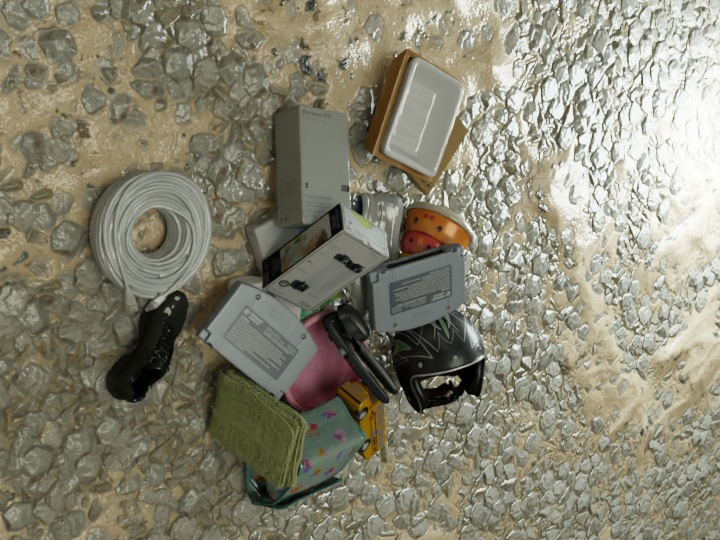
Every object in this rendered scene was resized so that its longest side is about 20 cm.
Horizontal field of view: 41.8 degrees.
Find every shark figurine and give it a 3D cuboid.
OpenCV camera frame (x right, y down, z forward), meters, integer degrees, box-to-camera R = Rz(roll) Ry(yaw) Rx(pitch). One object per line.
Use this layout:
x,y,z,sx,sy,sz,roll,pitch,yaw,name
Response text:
0.007,0.021,1.737,0.088,0.128,0.218,-18,110,-4,shark figurine

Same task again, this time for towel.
-0.176,0.267,1.605,0.036,0.198,0.150,-22,134,-53,towel

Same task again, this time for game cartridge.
0.103,0.037,1.734,0.197,0.042,0.135,-16,123,-24,game cartridge
-0.169,0.114,1.603,0.200,0.041,0.134,44,75,-30,game cartridge

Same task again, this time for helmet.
0.152,0.165,1.846,0.198,0.199,0.193,-28,131,-30,helmet

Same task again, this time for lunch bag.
-0.106,0.347,1.714,0.169,0.122,0.201,-16,148,-43,lunch bag

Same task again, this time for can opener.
-0.001,0.157,1.717,0.063,0.078,0.202,-34,97,-27,can opener

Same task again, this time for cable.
-0.331,-0.059,1.502,0.199,0.069,0.202,-36,119,-28,cable

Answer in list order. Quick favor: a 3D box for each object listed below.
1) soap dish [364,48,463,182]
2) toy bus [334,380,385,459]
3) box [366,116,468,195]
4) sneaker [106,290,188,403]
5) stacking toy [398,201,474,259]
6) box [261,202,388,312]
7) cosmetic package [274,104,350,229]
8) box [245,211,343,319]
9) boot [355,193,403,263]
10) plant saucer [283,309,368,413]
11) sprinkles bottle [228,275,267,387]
0.098,-0.285,1.749,0.156,0.081,0.203,20,88,-39,soap dish
0.003,0.280,1.795,0.078,0.065,0.202,-38,146,-27,toy bus
0.115,-0.272,1.833,0.200,0.021,0.165,43,73,-36,box
-0.330,0.128,1.531,0.076,0.090,0.202,32,79,-36,sneaker
0.120,-0.016,1.805,0.146,0.145,0.202,37,71,-37,stacking toy
-0.061,-0.018,1.604,0.116,0.199,0.061,28,40,-37,box
-0.083,-0.175,1.633,0.112,0.081,0.204,-1,87,-40,cosmetic package
-0.116,-0.015,1.702,0.143,0.036,0.203,-29,119,-30,box
0.019,-0.047,1.790,0.094,0.073,0.204,3,96,-25,boot
-0.075,0.171,1.767,0.198,0.051,0.204,-9,105,-36,plant saucer
-0.194,0.114,1.649,0.067,0.068,0.204,-11,107,-36,sprinkles bottle
